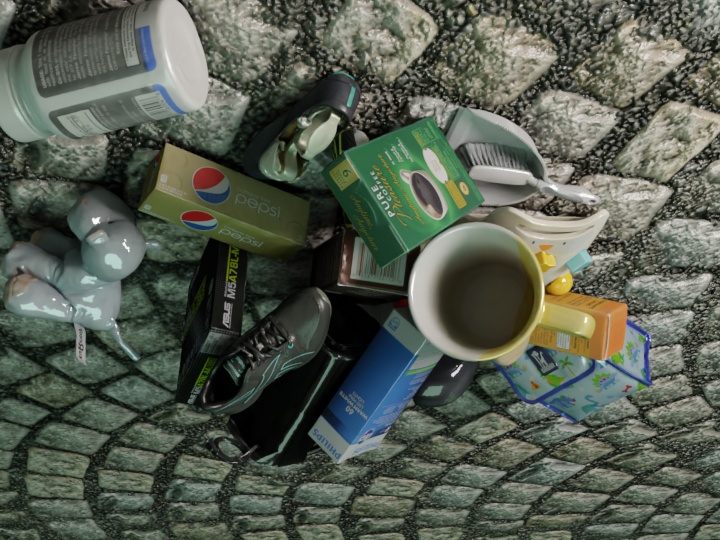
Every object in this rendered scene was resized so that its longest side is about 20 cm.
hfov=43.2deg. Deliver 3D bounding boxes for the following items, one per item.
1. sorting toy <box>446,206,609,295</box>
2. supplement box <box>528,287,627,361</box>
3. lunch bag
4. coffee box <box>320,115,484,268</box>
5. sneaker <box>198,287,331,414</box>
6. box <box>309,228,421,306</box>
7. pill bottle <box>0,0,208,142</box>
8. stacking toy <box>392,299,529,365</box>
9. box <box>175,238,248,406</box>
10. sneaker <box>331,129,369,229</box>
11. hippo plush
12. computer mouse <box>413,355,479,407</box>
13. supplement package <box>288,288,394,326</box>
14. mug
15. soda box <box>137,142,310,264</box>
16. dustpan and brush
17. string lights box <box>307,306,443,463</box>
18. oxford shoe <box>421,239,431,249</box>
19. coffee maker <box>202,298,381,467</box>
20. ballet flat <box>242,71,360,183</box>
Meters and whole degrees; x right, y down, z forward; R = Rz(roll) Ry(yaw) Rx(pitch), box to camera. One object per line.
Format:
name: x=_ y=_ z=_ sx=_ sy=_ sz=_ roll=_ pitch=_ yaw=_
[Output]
sorting toy: x=0.218 y=-0.043 z=1.119 sx=0.199 sy=0.108 sz=0.180 roll=1 pitch=164 yaw=-5
supplement box: x=0.246 y=0.061 z=1.206 sx=0.199 sy=0.069 sz=0.066 roll=10 pitch=-163 yaw=36
lunch bag: x=0.320 y=0.131 z=1.401 sx=0.199 sy=0.128 sz=0.170 roll=31 pitch=137 yaw=-19
coffee box: x=0.051 y=-0.090 z=0.986 sx=0.044 sy=0.200 sz=0.123 roll=-32 pitch=91 yaw=37
sneaker: x=-0.112 y=0.100 z=1.063 sx=0.200 sy=0.075 sz=0.079 roll=-47 pitch=167 yaw=10
box: x=0.000 y=0.000 z=1.162 sx=0.100 sy=0.075 sz=0.200 roll=9 pitch=174 yaw=-12
pill bottle: x=-0.265 y=-0.196 z=0.916 sx=0.199 sy=0.114 sz=0.114 roll=-10 pitch=144 yaw=12
stacking toy: x=0.127 y=0.057 z=1.215 sx=0.199 sy=0.086 sz=0.085 roll=19 pitch=162 yaw=41
box: x=-0.193 y=0.049 z=1.191 sx=0.047 sy=0.194 sz=0.200 roll=11 pitch=143 yaw=-19
sneaker: x=0.010 y=-0.109 z=1.092 sx=0.076 sy=0.076 sz=0.200 roll=-11 pitch=157 yaw=-2
hippo plush: x=-0.345 y=-0.009 z=1.122 sx=0.159 sy=0.201 sz=0.161 roll=-1 pitch=143 yaw=-41
computer mouse: x=0.154 y=0.128 z=1.328 sx=0.053 sy=0.200 sz=0.139 roll=33 pitch=158 yaw=24
supplement package: x=-0.003 y=0.099 z=1.334 sx=0.199 sy=0.117 sz=0.118 roll=-4 pitch=147 yaw=4
mug: x=0.155 y=0.047 z=1.040 sx=0.149 sy=0.187 sz=0.153 roll=-43 pitch=162 yaw=6
soda box: x=-0.163 y=-0.078 z=1.110 sx=0.199 sy=0.068 sz=0.064 roll=21 pitch=148 yaw=-25
dustpan and brush: x=0.194 y=-0.116 z=1.094 sx=0.199 sy=0.057 sz=0.140 roll=7 pitch=143 yaw=-13
string lights box: x=0.030 y=0.139 z=1.122 sx=0.200 sy=0.059 sz=0.103 roll=-56 pitch=157 yaw=18
oxford shoe: x=0.117 y=-0.003 z=1.235 sx=0.071 sy=0.074 sz=0.200 roll=-32 pitch=136 yaw=31
coffee maker: x=-0.076 y=0.147 z=1.163 sx=0.134 sy=0.192 sz=0.201 roll=33 pitch=117 yaw=9
ballet flat: x=-0.073 y=-0.146 z=1.034 sx=0.073 sy=0.073 sz=0.200 roll=24 pitch=137 yaw=-32
